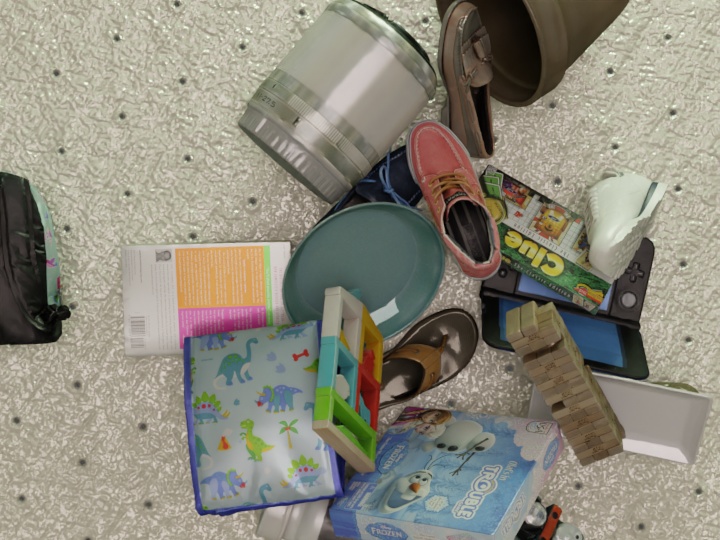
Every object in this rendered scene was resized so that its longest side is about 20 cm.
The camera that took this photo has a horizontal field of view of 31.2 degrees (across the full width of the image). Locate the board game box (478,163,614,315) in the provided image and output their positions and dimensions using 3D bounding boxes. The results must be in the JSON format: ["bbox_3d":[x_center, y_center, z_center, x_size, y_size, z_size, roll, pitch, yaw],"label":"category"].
[{"bbox_3d":[0.213,-0.038,1.521,0.200,0.023,0.105,30,62,7],"label":"board game box"}]

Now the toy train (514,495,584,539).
[{"bbox_3d":[0.178,0.314,1.478,0.114,0.200,0.085,33,58,-5],"label":"toy train"}]

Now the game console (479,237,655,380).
[{"bbox_3d":[0.249,0.024,1.514,0.200,0.118,0.171,13,89,-4],"label":"game console"}]

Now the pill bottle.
[{"bbox_3d":[-0.015,0.298,1.501,0.200,0.111,0.111,18,89,-3],"label":"pill bottle"}]

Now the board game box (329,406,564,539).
[{"bbox_3d":[0.098,0.231,1.431,0.199,0.200,0.043,3,121,29],"label":"board game box"}]

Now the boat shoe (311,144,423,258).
[{"bbox_3d":[0.020,-0.073,1.525,0.084,0.069,0.200,42,88,-2],"label":"boat shoe"}]

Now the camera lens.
[{"bbox_3d":[-0.023,-0.197,1.478,0.160,0.160,0.200,40,88,-2],"label":"camera lens"}]

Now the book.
[{"bbox_3d":[-0.180,0.033,1.526,0.200,0.048,0.134,-1,93,-3],"label":"book"}]

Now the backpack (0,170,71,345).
[{"bbox_3d":[-0.421,-0.014,1.472,0.167,0.127,0.200,-3,89,-15],"label":"backpack"}]

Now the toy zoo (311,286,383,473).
[{"bbox_3d":[-0.011,0.109,1.437,0.020,0.131,0.200,-8,57,22],"label":"toy zoo"}]

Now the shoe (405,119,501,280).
[{"bbox_3d":[0.107,-0.087,1.458,0.071,0.091,0.200,-22,82,0],"label":"shoe"}]

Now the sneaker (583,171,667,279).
[{"bbox_3d":[0.291,-0.056,1.493,0.080,0.200,0.076,27,123,13],"label":"sneaker"}]

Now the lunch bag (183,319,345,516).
[{"bbox_3d":[-0.105,0.172,1.455,0.170,0.127,0.200,-9,60,7],"label":"lunch bag"}]

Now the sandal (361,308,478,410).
[{"bbox_3d":[0.053,0.116,1.531,0.200,0.055,0.082,-25,97,-3],"label":"sandal"}]

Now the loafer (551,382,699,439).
[{"bbox_3d":[0.318,0.166,1.543,0.200,0.067,0.076,-7,90,-3],"label":"loafer"}]

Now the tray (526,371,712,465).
[{"bbox_3d":[0.297,0.160,1.488,0.200,0.022,0.107,11,127,10],"label":"tray"}]

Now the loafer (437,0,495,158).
[{"bbox_3d":[0.131,-0.217,1.483,0.063,0.200,0.072,26,50,28],"label":"loafer"}]

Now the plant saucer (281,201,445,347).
[{"bbox_3d":[0.000,0.000,1.502,0.200,0.036,0.200,-11,125,-16],"label":"plant saucer"}]

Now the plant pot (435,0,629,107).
[{"bbox_3d":[0.213,-0.315,1.492,0.173,0.200,0.200,-30,92,-20],"label":"plant pot"}]

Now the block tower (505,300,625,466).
[{"bbox_3d":[0.231,0.128,1.434,0.054,0.058,0.200,-25,113,19],"label":"block tower"}]
